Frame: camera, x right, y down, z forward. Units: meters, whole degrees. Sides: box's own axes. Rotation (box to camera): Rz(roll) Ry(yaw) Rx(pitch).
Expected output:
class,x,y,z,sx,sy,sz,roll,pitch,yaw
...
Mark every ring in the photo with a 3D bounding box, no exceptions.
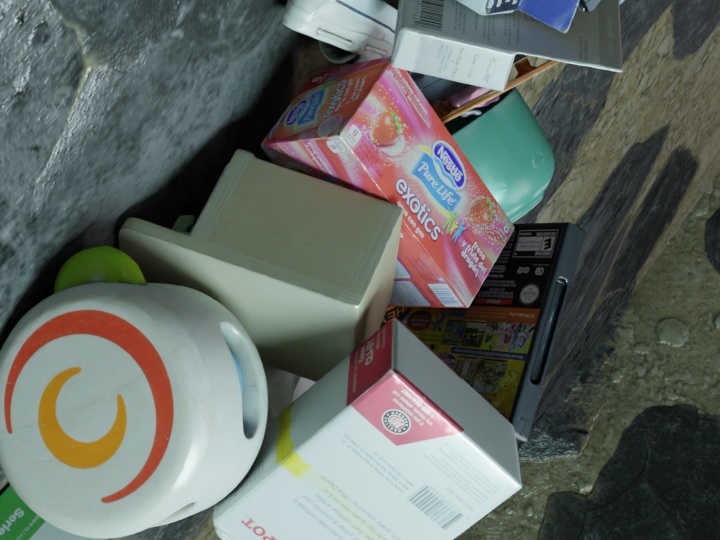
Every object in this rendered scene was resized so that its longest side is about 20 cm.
class,x,y,z,sx,sy,sz,roll,pitch,yaw
ring,0.110,-0.160,1.250,0.199,0.019,0.200,-27,-176,2

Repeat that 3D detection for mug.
class,x,y,z,sx,sy,sz,roll,pitch,yaw
mug,0.114,-0.098,1.472,0.184,0.115,0.152,-27,-169,35

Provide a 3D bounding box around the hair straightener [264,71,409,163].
class,x,y,z,sx,sy,sz,roll,pitch,yaw
hair straightener,0.003,-0.145,1.242,0.200,0.077,0.041,-47,133,-25

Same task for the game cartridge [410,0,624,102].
class,x,y,z,sx,sy,sz,roll,pitch,yaw
game cartridge,0.140,-0.206,1.237,0.199,0.041,0.133,-27,-171,10

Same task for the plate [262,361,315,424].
class,x,y,z,sx,sy,sz,roll,pitch,yaw
plate,-0.056,0.148,1.233,0.200,0.032,0.201,-64,152,-68

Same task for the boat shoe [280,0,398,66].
class,x,y,z,sx,sy,sz,roll,pitch,yaw
boat shoe,-0.004,-0.198,1.153,0.066,0.072,0.200,-55,162,10

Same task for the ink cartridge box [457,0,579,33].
class,x,y,z,sx,sy,sz,roll,pitch,yaw
ink cartridge box,0.092,-0.295,1.030,0.041,0.199,0.200,-38,153,-44

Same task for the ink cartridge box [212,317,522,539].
class,x,y,z,sx,sy,sz,roll,pitch,yaw
ink cartridge box,0.003,0.158,1.084,0.200,0.145,0.084,-40,-159,20

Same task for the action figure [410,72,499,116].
class,x,y,z,sx,sy,sz,roll,pitch,yaw
action figure,0.112,-0.259,1.348,0.148,0.134,0.201,-14,142,-23

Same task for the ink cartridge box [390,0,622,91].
class,x,y,z,sx,sy,sz,roll,pitch,yaw
ink cartridge box,0.120,-0.224,1.139,0.045,0.175,0.201,105,-5,-47

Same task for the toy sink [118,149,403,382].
class,x,y,z,sx,sy,sz,roll,pitch,yaw
toy sink,-0.077,-0.009,1.124,0.131,0.199,0.112,94,16,-55

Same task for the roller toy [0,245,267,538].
class,x,y,z,sx,sy,sz,roll,pitch,yaw
roller toy,-0.169,0.102,1.043,0.201,0.182,0.140,-60,163,9

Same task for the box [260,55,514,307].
class,x,y,z,sx,sy,sz,roll,pitch,yaw
box,0.025,-0.068,1.161,0.200,0.102,0.095,51,57,-29

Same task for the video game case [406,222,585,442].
class,x,y,z,sx,sy,sz,roll,pitch,yaw
video game case,0.102,0.049,1.213,0.025,0.200,0.182,23,79,-29

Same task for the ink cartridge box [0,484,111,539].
class,x,y,z,sx,sy,sz,roll,pitch,yaw
ink cartridge box,-0.222,0.279,1.170,0.083,0.199,0.147,-48,160,-23

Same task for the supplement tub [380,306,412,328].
class,x,y,z,sx,sy,sz,roll,pitch,yaw
supplement tub,0.000,0.000,1.326,0.123,0.122,0.201,-46,140,-30
